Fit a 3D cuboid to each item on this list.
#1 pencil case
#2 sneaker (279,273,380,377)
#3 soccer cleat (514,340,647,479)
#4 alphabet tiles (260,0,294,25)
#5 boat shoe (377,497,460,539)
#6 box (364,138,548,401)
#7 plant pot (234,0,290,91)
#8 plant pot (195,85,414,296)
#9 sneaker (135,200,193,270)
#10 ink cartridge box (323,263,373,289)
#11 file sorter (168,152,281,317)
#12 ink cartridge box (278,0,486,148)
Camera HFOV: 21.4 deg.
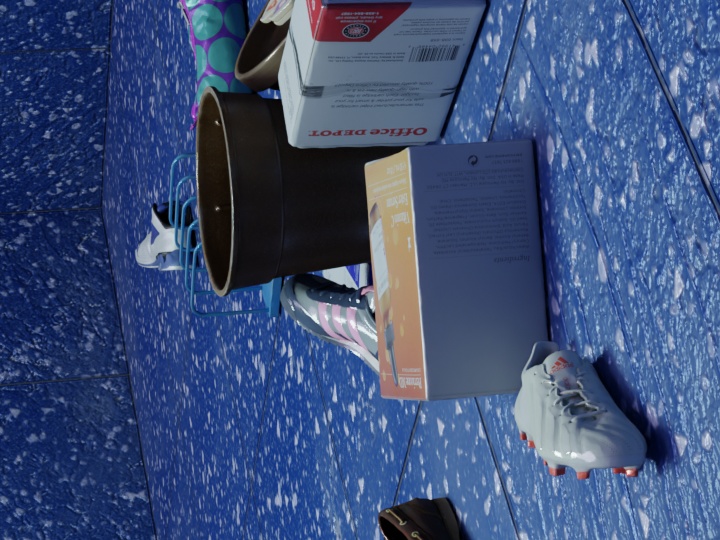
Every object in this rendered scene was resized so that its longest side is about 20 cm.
[{"bbox_3d":[-0.197,-0.293,2.613,0.085,0.092,0.202,132,132,-71],"label":"pencil case"},{"bbox_3d":[0.003,0.036,1.827,0.199,0.070,0.083,29,131,32],"label":"sneaker"},{"bbox_3d":[0.152,0.099,1.372,0.200,0.069,0.078,-149,60,-77],"label":"soccer cleat"},{"bbox_3d":[-0.031,-0.326,1.841,0.195,0.015,0.201,-37,26,48],"label":"alphabet tiles"},{"bbox_3d":[0.069,0.281,1.747,0.200,0.070,0.071,-122,32,-60],"label":"boat shoe"},{"bbox_3d":[0.076,0.002,1.560,0.152,0.105,0.202,166,100,-76],"label":"box"},{"bbox_3d":[-0.030,-0.245,1.870,0.201,0.092,0.201,-48,20,23],"label":"plant pot"},{"bbox_3d":[-0.047,-0.082,1.845,0.200,0.197,0.202,176,90,-77],"label":"plant pot"},{"bbox_3d":[-0.322,-0.061,3.233,0.199,0.080,0.116,-172,82,-69],"label":"sneaker"},{"bbox_3d":[0.000,0.000,2.008,0.200,0.039,0.100,-118,28,-62],"label":"ink cartridge box"},{"bbox_3d":[-0.181,-0.050,2.550,0.201,0.122,0.140,-110,21,-48],"label":"file sorter"},{"bbox_3d":[0.014,-0.199,1.676,0.200,0.143,0.084,108,155,-56],"label":"ink cartridge box"}]
